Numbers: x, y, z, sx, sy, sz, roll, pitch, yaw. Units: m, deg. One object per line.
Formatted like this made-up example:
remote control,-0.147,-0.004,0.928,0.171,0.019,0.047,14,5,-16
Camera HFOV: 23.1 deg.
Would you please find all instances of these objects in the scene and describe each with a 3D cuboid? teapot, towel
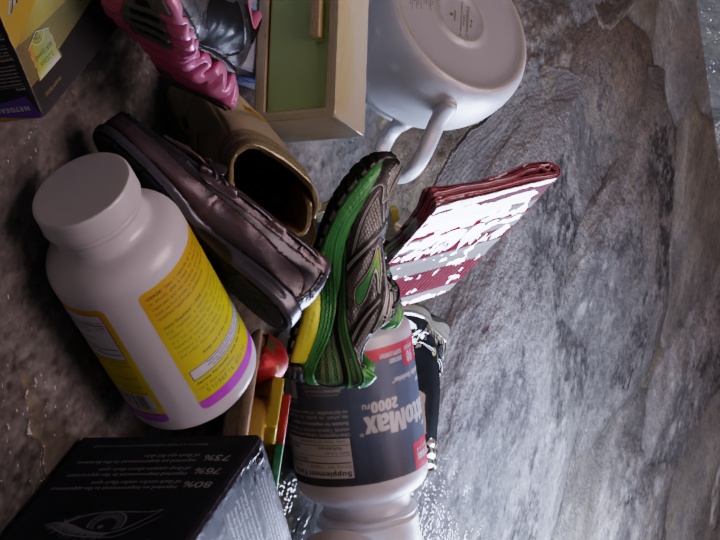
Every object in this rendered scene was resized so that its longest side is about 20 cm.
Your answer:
teapot,0.055,-0.210,1.727,0.200,0.146,0.198,-34,89,-45
towel,0.068,-0.023,1.502,0.144,0.200,0.023,-14,67,-37

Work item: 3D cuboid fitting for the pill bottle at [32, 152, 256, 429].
pill bottle,-0.154,0.014,1.242,0.200,0.104,0.104,65,31,-41

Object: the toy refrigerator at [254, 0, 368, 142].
toy refrigerator,-0.040,-0.214,1.473,0.070,0.076,0.201,26,64,-64

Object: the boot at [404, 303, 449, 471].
boot,0.033,0.112,1.702,0.203,0.073,0.154,25,66,-64

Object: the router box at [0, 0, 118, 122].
router box,-0.220,-0.217,1.188,0.200,0.052,0.158,-64,143,-49

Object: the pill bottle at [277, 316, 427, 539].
pill bottle,-0.002,0.145,1.556,0.120,0.119,0.201,-29,113,-65

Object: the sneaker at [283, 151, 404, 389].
sneaker,0.000,0.000,1.426,0.078,0.085,0.201,-94,-161,-76

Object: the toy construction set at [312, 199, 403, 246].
toy construction set,0.004,-0.035,1.572,0.200,0.131,0.092,20,58,-62

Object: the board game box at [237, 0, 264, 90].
board game box,-0.108,-0.261,1.469,0.200,0.041,0.200,10,78,-66

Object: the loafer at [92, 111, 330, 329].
loafer,-0.106,-0.045,1.277,0.200,0.072,0.063,45,68,-6

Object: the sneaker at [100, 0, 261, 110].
sneaker,-0.116,-0.188,1.240,0.096,0.079,0.200,-58,166,-7

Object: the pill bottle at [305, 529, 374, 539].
pill bottle,-0.032,0.323,1.466,0.200,0.115,0.116,-71,148,-43

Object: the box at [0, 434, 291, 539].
box,-0.152,0.204,1.166,0.200,0.147,0.105,-54,136,-54

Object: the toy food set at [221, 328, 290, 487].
toy food set,-0.085,0.146,1.364,0.200,0.048,0.198,103,-5,-53

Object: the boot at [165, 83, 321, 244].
boot,-0.072,-0.058,1.388,0.156,0.073,0.200,52,-7,51
